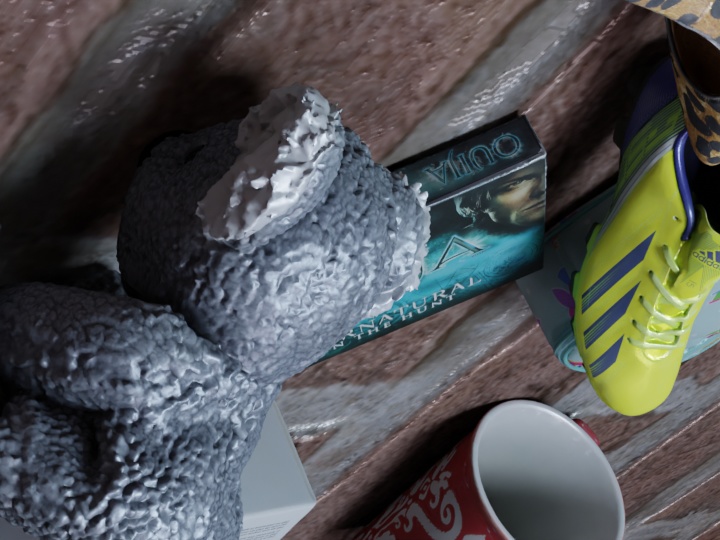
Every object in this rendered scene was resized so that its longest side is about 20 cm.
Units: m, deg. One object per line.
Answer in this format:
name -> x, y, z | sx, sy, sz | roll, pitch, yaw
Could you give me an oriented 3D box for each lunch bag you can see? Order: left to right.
lunch bag -> 0.203, -0.013, 0.913 | 0.200, 0.077, 0.160 | -35, 153, 23

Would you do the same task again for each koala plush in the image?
koala plush -> -0.063, 0.015, 0.632 | 0.200, 0.184, 0.177 | -39, 155, 3

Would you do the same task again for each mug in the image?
mug -> 0.098, 0.200, 1.184 | 0.177, 0.134, 0.200 | -1, 150, -39

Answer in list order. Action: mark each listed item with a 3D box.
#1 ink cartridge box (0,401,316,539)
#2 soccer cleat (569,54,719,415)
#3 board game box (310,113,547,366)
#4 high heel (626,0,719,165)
ink cartridge box -> -0.141, 0.156, 0.919 | 0.146, 0.083, 0.200 | -4, 148, -39
soccer cleat -> 0.155, -0.007, 0.784 | 0.064, 0.084, 0.201 | -8, 120, -28
board game box -> 0.000, 0.000, 0.808 | 0.199, 0.028, 0.135 | -23, 156, -4
high heel -> 0.110, -0.101, 0.642 | 0.142, 0.071, 0.201 | -24, 139, -17
